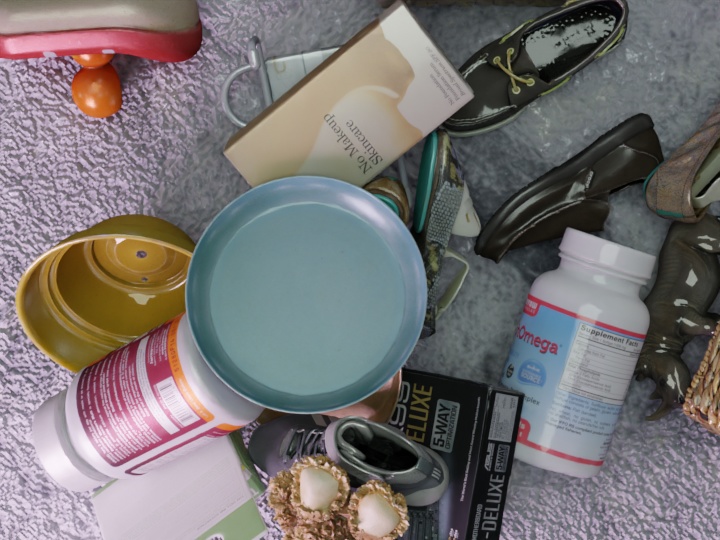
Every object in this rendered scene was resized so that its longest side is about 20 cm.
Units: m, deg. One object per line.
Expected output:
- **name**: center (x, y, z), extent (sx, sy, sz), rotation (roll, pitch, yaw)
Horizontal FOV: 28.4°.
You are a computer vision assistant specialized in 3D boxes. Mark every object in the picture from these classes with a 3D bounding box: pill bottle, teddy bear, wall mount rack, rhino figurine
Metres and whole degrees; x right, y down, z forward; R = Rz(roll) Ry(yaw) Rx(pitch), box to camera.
- **pill bottle**: center (-0.185, 0.116, 1.237), extent (0.199, 0.109, 0.110), rotation (-27, 85, 27)
- **teddy bear**: center (-0.012, 0.209, 1.171), extent (0.144, 0.200, 0.067), rotation (8, 54, 18)
- **wall mount rack**: center (-0.027, -0.136, 1.295), extent (0.199, 0.075, 0.175), rotation (-10, 106, 4)
- **rhino figurine**: center (0.291, 0.040, 1.268), extent (0.087, 0.060, 0.201), rotation (20, 89, 23)
- **pill bottle**: center (0.187, 0.070, 1.239), extent (0.108, 0.109, 0.201), rotation (18, 94, 4)

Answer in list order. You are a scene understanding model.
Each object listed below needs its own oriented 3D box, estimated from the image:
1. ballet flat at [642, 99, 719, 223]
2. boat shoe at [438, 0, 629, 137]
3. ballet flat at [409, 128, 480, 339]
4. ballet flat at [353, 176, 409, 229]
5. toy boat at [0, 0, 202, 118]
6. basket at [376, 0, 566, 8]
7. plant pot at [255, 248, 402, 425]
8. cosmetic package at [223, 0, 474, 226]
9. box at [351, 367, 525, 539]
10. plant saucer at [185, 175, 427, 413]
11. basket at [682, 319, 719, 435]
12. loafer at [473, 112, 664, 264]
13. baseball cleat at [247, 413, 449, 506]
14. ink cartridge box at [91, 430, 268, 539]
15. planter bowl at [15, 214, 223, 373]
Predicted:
- **ballet flat**: center (0.337, -0.115, 1.260), extent (0.200, 0.067, 0.068), rotation (-49, 129, -7)
- **boat shoe**: center (0.153, -0.191, 1.291), extent (0.201, 0.061, 0.072), rotation (-32, 85, 1)
- **ballet flat**: center (0.069, -0.028, 1.266), extent (0.072, 0.072, 0.201), rotation (16, 111, 4)
- **ballet flat**: center (0.000, 0.000, 1.273), extent (0.067, 0.072, 0.201), rotation (20, 119, 6)
- **toy boat**: center (-0.243, -0.204, 1.301), extent (0.199, 0.131, 0.131), rotation (-3, 117, 4)
- **basket**: center (0.095, -0.322, 1.239), extent (0.197, 0.200, 0.162), rotation (0, 92, 4)
- **plant pot**: center (-0.043, 0.067, 1.260), extent (0.199, 0.027, 0.201), rotation (11, 112, 30)
- **cosmetic package**: center (-0.010, -0.131, 1.225), extent (0.200, 0.071, 0.105), rotation (-40, 101, 9)
- **box**: center (0.055, 0.189, 1.234), extent (0.157, 0.050, 0.201), rotation (8, 87, 48)
- **plant saucer**: center (-0.044, 0.021, 1.175), extent (0.199, 0.027, 0.201), rotation (0, 75, -1)
- **basket**: center (0.395, 0.073, 1.194), extent (0.142, 0.149, 0.201), rotation (26, 86, -36)
- **loafer**: center (0.192, -0.061, 1.274), extent (0.200, 0.073, 0.072), rotation (-35, 86, 2)
- **baseball cleat**: center (-0.023, 0.144, 1.192), extent (0.199, 0.106, 0.070), rotation (4, 64, 29)
- **ink cartridge box**: center (-0.150, 0.218, 1.223), extent (0.145, 0.200, 0.048), rotation (-36, 124, 0)
- **planter bowl**: center (-0.200, 0.010, 1.267), extent (0.199, 0.201, 0.084), rotation (-1, 47, 3)
